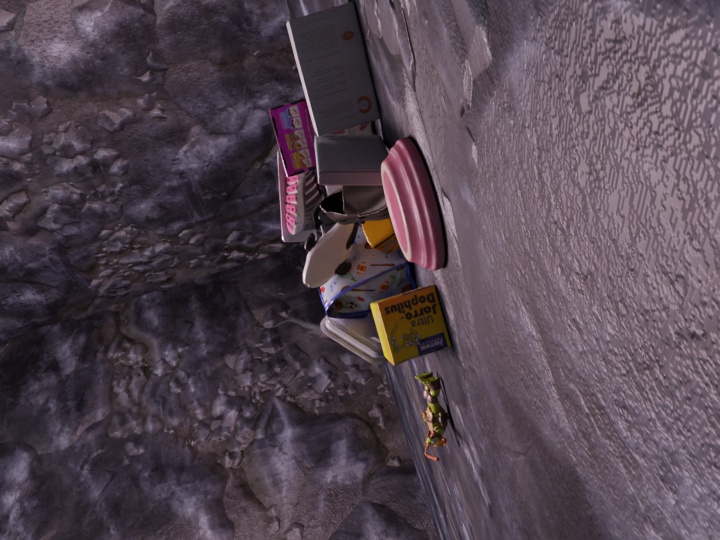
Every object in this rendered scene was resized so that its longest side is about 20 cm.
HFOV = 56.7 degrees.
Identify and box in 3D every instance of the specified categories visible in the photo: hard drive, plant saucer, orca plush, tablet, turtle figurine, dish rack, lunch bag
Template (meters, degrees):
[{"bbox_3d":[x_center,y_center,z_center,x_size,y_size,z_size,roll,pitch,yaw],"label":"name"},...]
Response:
[{"bbox_3d":[-0.014,-0.198,1.174,0.201,0.128,0.027,-101,12,-62],"label":"hard drive"},{"bbox_3d":[0.074,-0.095,1.013,0.201,0.049,0.206,164,91,-86],"label":"plant saucer"},{"bbox_3d":[-0.059,-0.059,1.360,0.071,0.102,0.206,-145,72,-84],"label":"orca plush"},{"bbox_3d":[-0.144,-0.170,1.538,0.129,0.013,0.207,-6,-88,-58],"label":"tablet"},{"bbox_3d":[0.157,0.306,1.406,0.200,0.062,0.167,-55,-44,-84],"label":"turtle figurine"},{"bbox_3d":[0.026,0.100,1.435,0.200,0.169,0.044,-41,-26,-48],"label":"dish rack"},{"bbox_3d":[0.000,0.000,1.407,0.125,0.195,0.172,68,-179,-46],"label":"lunch bag"}]

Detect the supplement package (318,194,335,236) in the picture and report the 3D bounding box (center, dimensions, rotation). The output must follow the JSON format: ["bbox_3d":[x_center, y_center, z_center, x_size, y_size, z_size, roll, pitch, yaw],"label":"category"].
[{"bbox_3d":[-0.021,-0.108,1.657,0.201,0.151,0.114,83,169,-68],"label":"supplement package"}]

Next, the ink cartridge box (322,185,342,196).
[{"bbox_3d":[-0.030,-0.226,1.507,0.202,0.122,0.131,-110,5,-53],"label":"ink cartridge box"}]

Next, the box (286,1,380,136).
[{"bbox_3d":[-0.050,-0.364,1.214,0.098,0.121,0.205,-116,11,-72],"label":"box"}]

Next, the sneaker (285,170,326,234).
[{"bbox_3d":[-0.115,-0.182,1.485,0.073,0.085,0.207,6,93,58],"label":"sneaker"}]

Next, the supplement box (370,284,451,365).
[{"bbox_3d":[0.086,0.097,1.222,0.200,0.106,0.113,138,115,-86],"label":"supplement box"}]

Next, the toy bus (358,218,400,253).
[{"bbox_3d":[0.028,-0.140,1.292,0.077,0.064,0.205,18,-132,-51],"label":"toy bus"}]

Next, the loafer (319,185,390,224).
[{"bbox_3d":[-0.001,-0.124,1.203,0.197,0.070,0.075,-17,73,46],"label":"loafer"}]

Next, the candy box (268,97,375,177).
[{"bbox_3d":[-0.074,-0.283,1.341,0.061,0.194,0.140,-122,16,-74],"label":"candy box"}]
